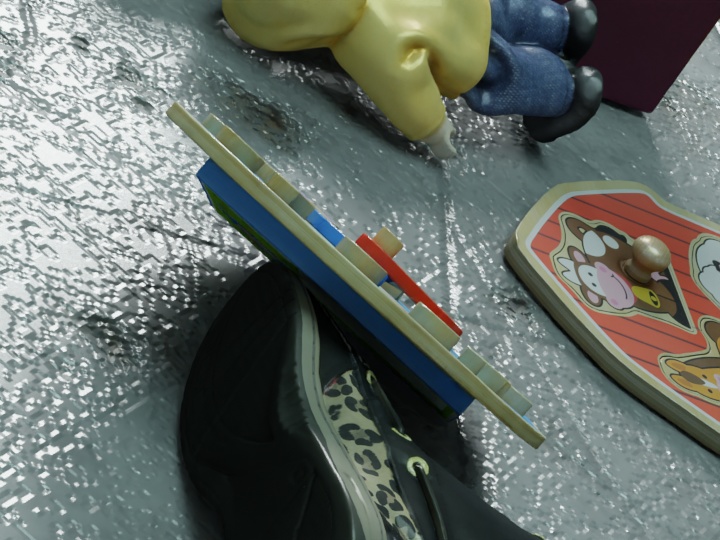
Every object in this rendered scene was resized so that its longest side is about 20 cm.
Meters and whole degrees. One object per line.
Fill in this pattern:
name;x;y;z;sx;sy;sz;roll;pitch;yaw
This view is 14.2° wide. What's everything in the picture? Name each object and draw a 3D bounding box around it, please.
boy figurine;0.025;-0.113;1.397;0.200;0.064;0.125;11;63;-32
shape sorting clock;0.000;0.000;1.159;0.200;0.039;0.200;42;-4;3
supplement box;0.128;-0.205;1.573;0.103;0.131;0.200;19;33;-27
boot;0.018;0.091;1.089;0.154;0.074;0.204;30;21;-28
knob puzzle;0.159;0.014;1.384;0.219;0.030;0.220;26;31;-17
